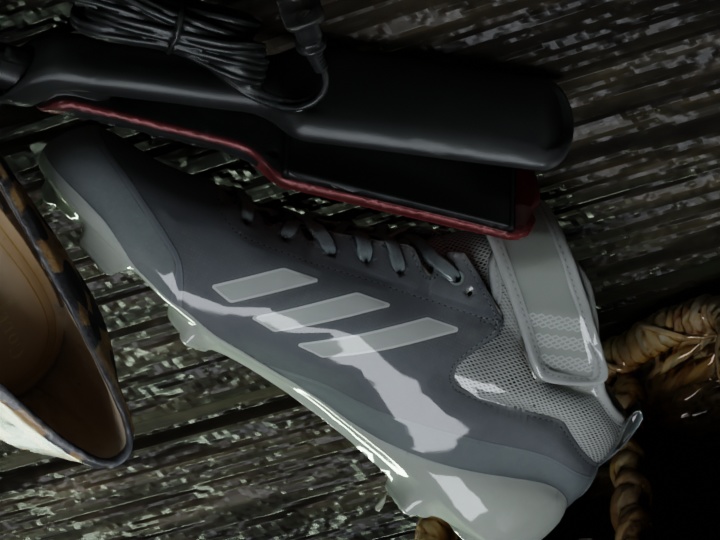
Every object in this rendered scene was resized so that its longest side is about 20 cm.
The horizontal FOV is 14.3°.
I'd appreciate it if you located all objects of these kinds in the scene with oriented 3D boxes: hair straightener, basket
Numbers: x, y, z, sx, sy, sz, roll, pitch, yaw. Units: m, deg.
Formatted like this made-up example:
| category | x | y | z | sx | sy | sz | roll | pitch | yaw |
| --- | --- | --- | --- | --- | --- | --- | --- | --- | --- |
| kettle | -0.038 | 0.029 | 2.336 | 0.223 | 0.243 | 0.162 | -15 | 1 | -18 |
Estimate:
| category | x | y | z | sx | sy | sz | roll | pitch | yaw |
| --- | --- | --- | --- | --- | --- | --- | --- | --- | --- |
| hair straightener | -0.033 | -0.065 | 0.823 | 0.200 | 0.041 | 0.077 | 17 | 140 | -8 |
| basket | 0.072 | 0.127 | 0.917 | 0.143 | 0.200 | 0.149 | -7 | 142 | 14 |

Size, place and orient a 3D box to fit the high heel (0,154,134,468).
| category | x | y | z | sx | sy | sz | roll | pitch | yaw |
| --- | --- | --- | --- | --- | --- | --- | --- | --- | --- |
| high heel | -0.118 | -0.022 | 0.785 | 0.143 | 0.071 | 0.200 | 43 | 166 | 17 |

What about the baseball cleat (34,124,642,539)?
| category | x | y | z | sx | sy | sz | roll | pitch | yaw |
| --- | --- | --- | --- | --- | --- | --- | --- | --- | --- |
| baseball cleat | 0.000 | 0.000 | 0.883 | 0.200 | 0.070 | 0.106 | 39 | 98 | -19 |
